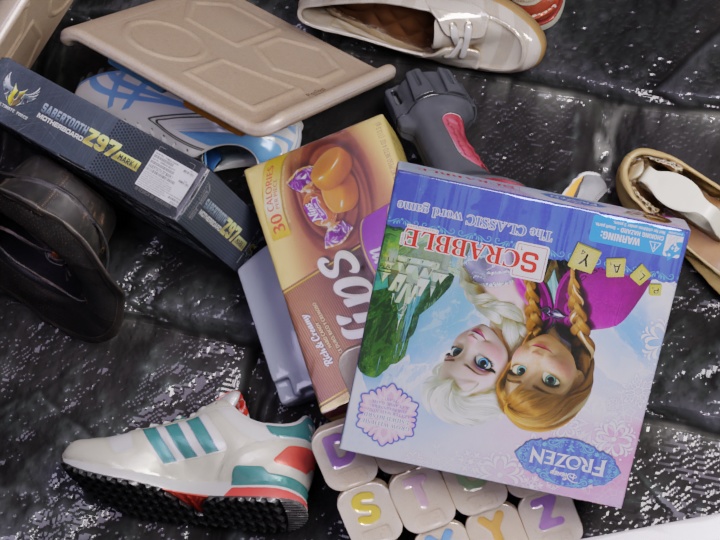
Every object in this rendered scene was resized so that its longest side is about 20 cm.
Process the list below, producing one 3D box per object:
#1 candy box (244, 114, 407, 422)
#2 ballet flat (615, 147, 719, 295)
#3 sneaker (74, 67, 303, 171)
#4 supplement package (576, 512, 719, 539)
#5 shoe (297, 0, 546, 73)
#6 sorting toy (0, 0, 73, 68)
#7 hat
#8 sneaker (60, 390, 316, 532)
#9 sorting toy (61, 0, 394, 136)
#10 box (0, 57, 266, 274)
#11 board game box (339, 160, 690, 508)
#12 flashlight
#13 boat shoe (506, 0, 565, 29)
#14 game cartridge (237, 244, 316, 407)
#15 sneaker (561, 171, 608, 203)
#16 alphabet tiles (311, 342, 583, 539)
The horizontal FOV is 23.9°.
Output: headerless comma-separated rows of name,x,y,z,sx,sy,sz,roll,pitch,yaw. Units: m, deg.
candy box,0.000,0.000,1.251,0.116,0.056,0.200,-21,70,8
ballet flat,0.263,-0.021,1.222,0.200,0.063,0.069,35,86,20
sneaker,-0.144,-0.113,1.347,0.200,0.072,0.073,15,75,19
supplement package,0.186,0.240,1.139,0.200,0.120,0.122,-13,73,11
shoe,0.045,-0.188,1.312,0.200,0.070,0.053,19,47,16
sorting toy,-0.265,-0.211,1.344,0.036,0.200,0.185,32,84,-4
hat,-0.241,-0.036,1.298,0.200,0.201,0.081,22,62,19
sneaker,-0.125,0.137,1.285,0.199,0.070,0.094,5,59,18
sorting toy,-0.100,-0.159,1.301,0.200,0.185,0.037,25,119,21
box,-0.179,-0.078,1.300,0.200,0.158,0.051,29,83,21
board game box,0.101,0.044,1.147,0.200,0.041,0.200,11,103,1
flashlight,0.081,-0.077,1.244,0.068,0.068,0.200,-39,39,16
boat shoe,0.127,-0.289,1.332,0.071,0.063,0.200,-7,72,14
game cartridge,0.013,0.008,1.293,0.200,0.040,0.134,-21,74,8
sneaker,0.159,0.028,1.234,0.077,0.078,0.200,10,85,11
alphabet tiles,0.072,0.127,1.200,0.200,0.015,0.196,-19,104,8
